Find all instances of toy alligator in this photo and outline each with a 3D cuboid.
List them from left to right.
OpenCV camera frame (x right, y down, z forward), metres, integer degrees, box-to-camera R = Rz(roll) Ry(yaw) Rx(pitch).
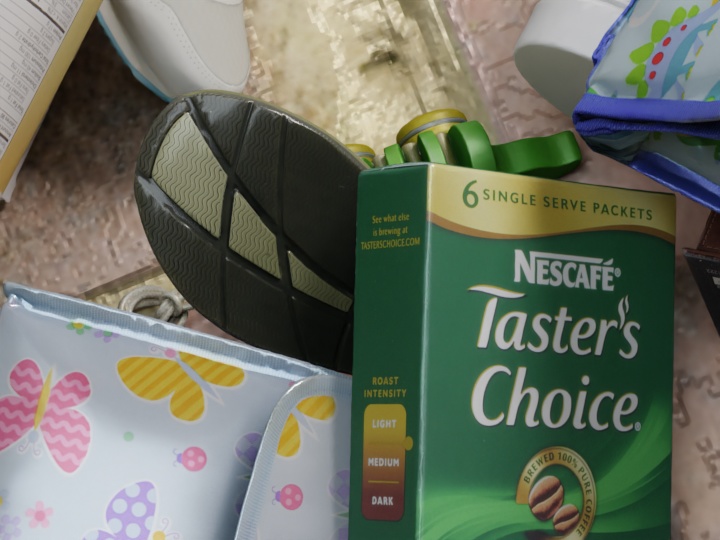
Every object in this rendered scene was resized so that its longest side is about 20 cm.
[{"bbox_3d":[-0.010,-0.019,0.911,0.199,0.054,0.060,-21,69,5],"label":"toy alligator"}]

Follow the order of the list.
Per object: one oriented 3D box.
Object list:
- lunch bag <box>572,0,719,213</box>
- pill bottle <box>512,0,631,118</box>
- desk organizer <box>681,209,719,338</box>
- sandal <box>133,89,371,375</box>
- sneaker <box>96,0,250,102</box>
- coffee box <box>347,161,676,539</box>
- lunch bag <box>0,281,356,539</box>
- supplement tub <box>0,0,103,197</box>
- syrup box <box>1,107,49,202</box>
[{"bbox_3d":[0.189,-0.088,0.764,0.199,0.128,0.171,21,73,31],"label":"lunch bag"},{"bbox_3d":[0.142,-0.147,0.891,0.112,0.112,0.201,27,80,19],"label":"pill bottle"},{"bbox_3d":[0.225,-0.002,0.822,0.199,0.072,0.077,12,65,29],"label":"desk organizer"},{"bbox_3d":[0.000,0.001,0.864,0.200,0.057,0.080,29,95,-25],"label":"sandal"},{"bbox_3d":[-0.070,-0.163,0.935,0.080,0.076,0.201,-10,90,24],"label":"sneaker"},{"bbox_3d":[0.054,0.066,0.816,0.044,0.122,0.201,-5,80,53],"label":"coffee box"},{"bbox_3d":[-0.056,0.113,0.842,0.199,0.127,0.171,18,77,5],"label":"lunch bag"},{"bbox_3d":[-0.173,-0.098,0.839,0.144,0.145,0.201,24,81,18],"label":"supplement tub"},{"bbox_3d":[-0.225,-0.106,0.971,0.199,0.081,0.079,21,81,18],"label":"syrup box"}]
